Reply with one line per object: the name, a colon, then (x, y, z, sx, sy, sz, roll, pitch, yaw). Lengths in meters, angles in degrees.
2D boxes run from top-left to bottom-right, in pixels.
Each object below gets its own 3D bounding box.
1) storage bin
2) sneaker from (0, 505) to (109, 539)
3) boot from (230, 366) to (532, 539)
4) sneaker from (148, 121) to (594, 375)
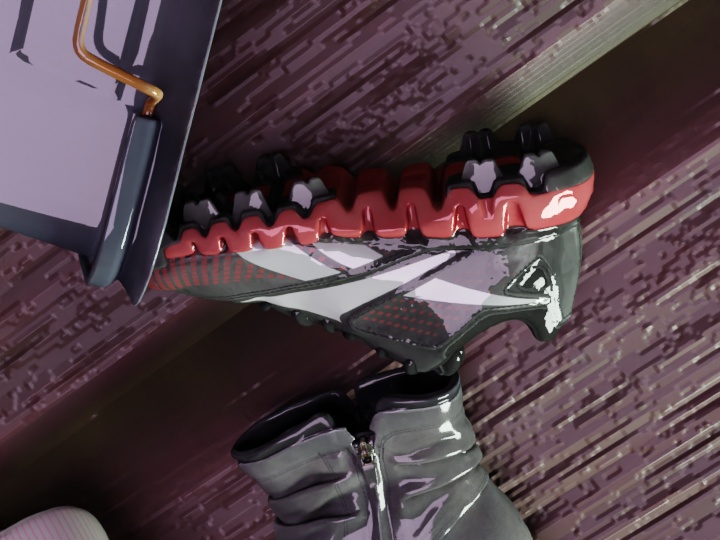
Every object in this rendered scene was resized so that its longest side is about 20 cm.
storage bin: (-0.122, -0.102, 0.733, 0.133, 0.146, 0.201, 13, 98, -12)
sneaker: (-0.153, 0.181, 0.932, 0.105, 0.075, 0.201, 58, 140, 23)
boot: (-0.025, 0.124, 0.886, 0.199, 0.070, 0.132, -28, 112, 5)
sneaker: (0.000, 0.000, 0.831, 0.199, 0.071, 0.099, -6, 109, 8)
